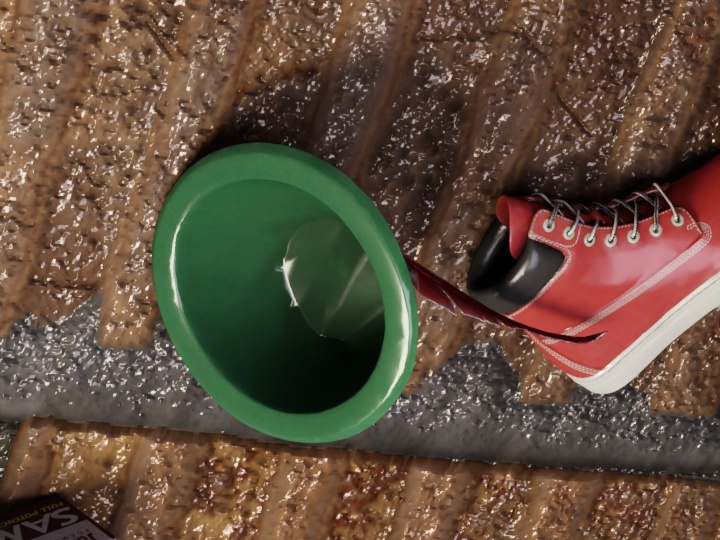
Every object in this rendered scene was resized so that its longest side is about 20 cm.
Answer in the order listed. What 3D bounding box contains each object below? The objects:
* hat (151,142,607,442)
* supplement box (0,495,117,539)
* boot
[{"bbox_3d":[0.000,0.000,1.703,0.165,0.176,0.200,-22,96,33],"label":"hat"},{"bbox_3d":[-0.209,0.241,1.719,0.109,0.061,0.201,-18,128,-42],"label":"supplement box"},{"bbox_3d":[0.162,-0.032,1.748,0.200,0.072,0.144,-45,126,9],"label":"boot"}]
